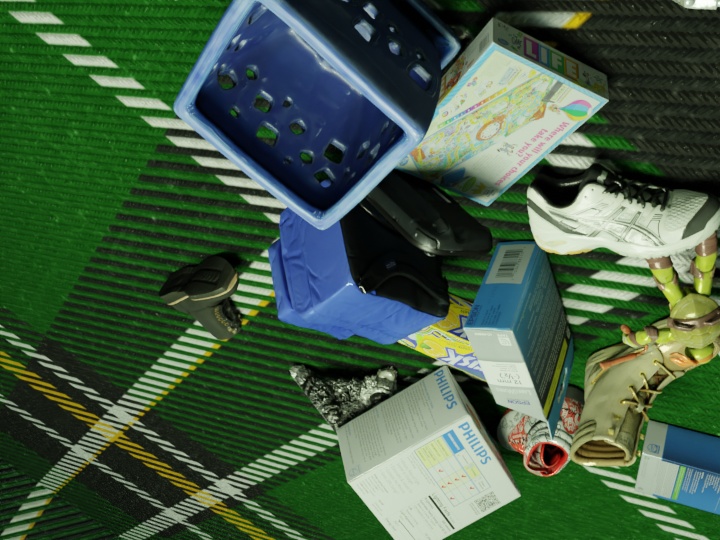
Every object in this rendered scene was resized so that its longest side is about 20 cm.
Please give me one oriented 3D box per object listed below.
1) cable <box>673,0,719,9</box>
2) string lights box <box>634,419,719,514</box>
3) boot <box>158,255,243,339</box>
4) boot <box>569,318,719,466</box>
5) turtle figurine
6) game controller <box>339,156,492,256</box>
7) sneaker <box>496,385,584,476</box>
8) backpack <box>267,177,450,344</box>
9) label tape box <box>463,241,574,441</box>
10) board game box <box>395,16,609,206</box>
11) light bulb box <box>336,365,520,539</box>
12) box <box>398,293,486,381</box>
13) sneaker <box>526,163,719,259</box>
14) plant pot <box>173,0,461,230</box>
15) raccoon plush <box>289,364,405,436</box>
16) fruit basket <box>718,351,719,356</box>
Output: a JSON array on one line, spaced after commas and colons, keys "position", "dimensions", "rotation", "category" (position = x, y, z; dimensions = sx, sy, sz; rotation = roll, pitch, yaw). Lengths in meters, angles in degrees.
[{"position": [0.321, -0.273, 0.567], "dimensions": [0.198, 0.070, 0.201], "rotation": [18, 140, 13], "category": "cable"}, {"position": [0.479, 0.277, 1.096], "dimensions": [0.198, 0.059, 0.103], "rotation": [12, 140, 21], "category": "string lights box"}, {"position": [-0.215, 0.052, 1.282], "dimensions": [0.138, 0.078, 0.199], "rotation": [45, 153, -26], "category": "boot"}, {"position": [0.333, 0.146, 0.960], "dimensions": [0.073, 0.156, 0.199], "rotation": [40, 140, -14], "category": "boot"}, {"position": [0.340, 0.041, 0.864], "dimensions": [0.198, 0.065, 0.163], "rotation": [-14, 110, 21], "category": "turtle figurine"}, {"position": [0.057, -0.074, 0.876], "dimensions": [0.103, 0.200, 0.042], "rotation": [9, 117, -38], "category": "game controller"}, {"position": [0.244, 0.246, 1.170], "dimensions": [0.067, 0.108, 0.202], "rotation": [33, 143, -6], "category": "sneaker"}, {"position": [0.000, 0.000, 0.976], "dimensions": [0.167, 0.164, 0.199], "rotation": [-28, 149, 37], "category": "backpack"}, {"position": [0.200, 0.086, 0.988], "dimensions": [0.065, 0.144, 0.201], "rotation": [1, 134, 31], "category": "label tape box"}, {"position": [0.131, -0.149, 0.821], "dimensions": [0.133, 0.035, 0.200], "rotation": [20, 146, -20], "category": "board game box"}, {"position": [0.101, 0.287, 1.222], "dimensions": [0.199, 0.125, 0.199], "rotation": [-30, 121, 6], "category": "light bulb box"}, {"position": [0.137, 0.087, 1.095], "dimensions": [0.198, 0.065, 0.070], "rotation": [23, 142, 7], "category": "box"}, {"position": [0.262, -0.066, 0.833], "dimensions": [0.198, 0.076, 0.088], "rotation": [-3, 128, 31], "category": "sneaker"}, {"position": [-0.031, -0.194, 0.788], "dimensions": [0.199, 0.181, 0.200], "rotation": [39, 141, -12], "category": "plant pot"}, {"position": [-0.020, 0.178, 1.312], "dimensions": [0.200, 0.134, 0.097], "rotation": [46, 170, 32], "category": "raccoon plush"}, {"position": [0.529, 0.120, 0.884], "dimensions": [0.200, 0.094, 0.185], "rotation": [47, 141, 1], "category": "fruit basket"}]
